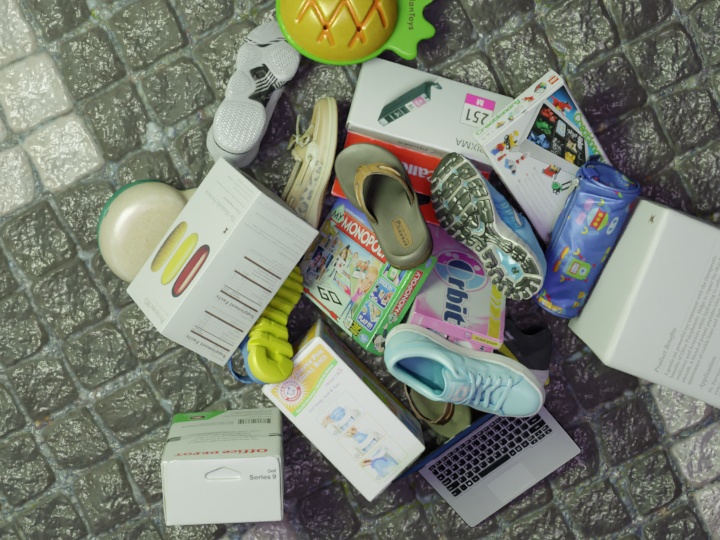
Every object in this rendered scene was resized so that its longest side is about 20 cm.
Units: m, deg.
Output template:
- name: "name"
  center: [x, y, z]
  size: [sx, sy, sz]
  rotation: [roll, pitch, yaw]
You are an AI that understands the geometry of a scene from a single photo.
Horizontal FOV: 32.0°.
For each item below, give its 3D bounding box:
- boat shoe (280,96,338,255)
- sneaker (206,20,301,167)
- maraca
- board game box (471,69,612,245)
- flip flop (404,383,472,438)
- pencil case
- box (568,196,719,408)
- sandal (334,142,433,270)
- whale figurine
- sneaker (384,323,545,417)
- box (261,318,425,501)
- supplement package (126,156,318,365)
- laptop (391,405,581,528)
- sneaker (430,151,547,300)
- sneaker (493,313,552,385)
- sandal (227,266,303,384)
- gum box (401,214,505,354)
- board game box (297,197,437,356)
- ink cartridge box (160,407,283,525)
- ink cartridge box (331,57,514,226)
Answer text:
- name: "boat shoe"
  center: [-0.071, -0.121, 1.573]
  size: [0.062, 0.073, 0.203]
  rotation: [12, 99, -8]
- name: "sneaker"
  center: [-0.138, -0.211, 1.557]
  size: [0.074, 0.115, 0.202]
  rotation: [25, 63, -7]
- name: "maraca"
  center: [-0.005, -0.318, 1.529]
  size: [0.197, 0.107, 0.139]
  rotation: [1, 90, -9]
- name: "board game box"
  center: [0.235, -0.136, 1.560]
  size: [0.126, 0.035, 0.200]
  rotation: [-38, 129, 2]
- name: "flip flop"
  center: [0.091, 0.158, 1.589]
  size: [0.080, 0.058, 0.201]
  rotation: [6, 144, 21]
- name: "pencil case"
  center: [0.274, -0.040, 1.570]
  size: [0.086, 0.078, 0.202]
  rotation: [14, 117, -16]
- name: "box"
  center: [0.386, 0.030, 1.559]
  size: [0.169, 0.200, 0.201]
  rotation: [20, 98, -8]
- name: "sandal"
  center: [0.023, -0.085, 1.477]
  size: [0.081, 0.201, 0.055]
  rotation: [-29, 142, 8]
- name: "whale figurine"
  center: [-0.237, -0.037, 1.578]
  size: [0.198, 0.104, 0.160]
  rotation: [24, 98, -31]
- name: "sneaker"
  center: [0.116, 0.132, 1.438]
  size: [0.198, 0.082, 0.075]
  rotation: [19, 118, 1]
- name: "box"
  center: [-0.021, 0.175, 1.602]
  size: [0.101, 0.113, 0.200]
  rotation: [-43, 98, 6]
- name: "supplement package"
  center: [-0.165, -0.010, 1.496]
  size: [0.109, 0.114, 0.201]
  rotation: [33, 94, -42]
- name: "laptop"
  center: [0.164, 0.246, 1.589]
  size: [0.186, 0.116, 0.200]
  rotation: [-36, 113, 13]
- name: "sneaker"
  center: [0.159, -0.056, 1.541]
  size: [0.078, 0.090, 0.201]
  rotation: [-36, 85, 28]
- name: "sneaker"
  center: [0.158, 0.092, 1.627]
  size: [0.197, 0.074, 0.086]
  rotation: [14, 92, -14]
- name: "sandal"
  center: [-0.125, 0.060, 1.562]
  size: [0.079, 0.202, 0.087]
  rotation: [28, 139, -26]
- name: "gum box"
  center: [0.116, 0.030, 1.542]
  size: [0.112, 0.201, 0.067]
  rotation: [17, 131, -5]
- name: "board game box"
  center: [0.000, 0.000, 1.540]
  size: [0.029, 0.200, 0.136]
  rotation: [24, 99, -38]
- name: "ink cartridge box"
  center: [-0.167, 0.241, 1.560]
  size: [0.144, 0.200, 0.085]
  rotation: [-3, 100, -2]
- name: "ink cartridge box"
  center: [0.077, -0.156, 1.567]
  size: [0.197, 0.044, 0.176]
  rotation: [15, 79, -6]
